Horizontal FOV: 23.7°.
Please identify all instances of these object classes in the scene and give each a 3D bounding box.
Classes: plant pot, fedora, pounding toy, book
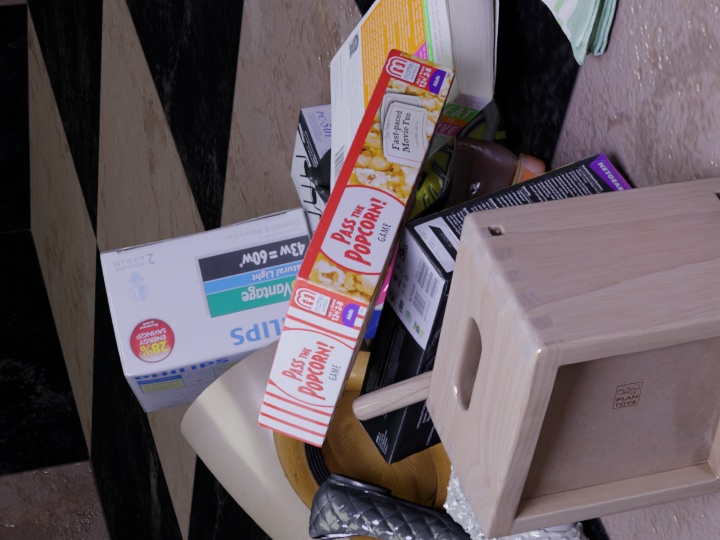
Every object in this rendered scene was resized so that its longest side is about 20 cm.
[{"bbox_3d":[-0.030,0.179,1.523,0.200,0.187,0.187,57,154,20],"label":"plant pot"},{"bbox_3d":[0.024,0.136,1.386,0.082,0.200,0.201,-49,-33,-49],"label":"fedora"},{"bbox_3d":[0.112,0.050,0.955,0.200,0.184,0.142,99,155,-45],"label":"pounding toy"},{"bbox_3d":[0.031,-0.134,1.212,0.200,0.048,0.134,140,136,-56],"label":"book"}]

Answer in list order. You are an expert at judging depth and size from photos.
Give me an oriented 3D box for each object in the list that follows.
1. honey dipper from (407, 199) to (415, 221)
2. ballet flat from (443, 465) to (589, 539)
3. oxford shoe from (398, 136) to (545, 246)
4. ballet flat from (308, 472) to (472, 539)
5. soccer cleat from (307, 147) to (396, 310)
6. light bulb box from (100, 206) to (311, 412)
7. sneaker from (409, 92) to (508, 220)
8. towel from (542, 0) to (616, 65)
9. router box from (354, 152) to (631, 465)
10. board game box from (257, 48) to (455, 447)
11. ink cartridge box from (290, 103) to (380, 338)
[{"bbox_3d":[0.000,0.000,1.270,0.200,0.038,0.038,112,145,-56],"label":"honey dipper"},{"bbox_3d":[0.108,0.171,1.217,0.200,0.072,0.072,-152,55,-67],"label":"ballet flat"},{"bbox_3d":[0.054,0.000,1.184,0.071,0.073,0.200,-90,24,-73],"label":"oxford shoe"},{"bbox_3d":[0.050,0.210,1.311,0.200,0.066,0.057,18,90,31],"label":"ballet flat"},{"bbox_3d":[0.020,-0.033,1.388,0.070,0.086,0.200,-46,36,21],"label":"soccer cleat"},{"bbox_3d":[-0.133,0.042,1.645,0.200,0.198,0.125,96,160,-75],"label":"light bulb box"},{"bbox_3d":[0.062,-0.065,1.239,0.075,0.076,0.200,171,92,-74],"label":"sneaker"},{"bbox_3d":[0.116,-0.243,1.072,0.200,0.023,0.153,-116,25,-45],"label":"towel"},{"bbox_3d":[0.083,0.028,1.086,0.051,0.149,0.200,55,151,29],"label":"router box"},{"bbox_3d":[-0.002,-0.015,1.056,0.152,0.046,0.200,108,-178,-50],"label":"board game box"},{"bbox_3d":[-0.012,-0.045,1.534,0.094,0.044,0.200,102,153,-52],"label":"ink cartridge box"}]
